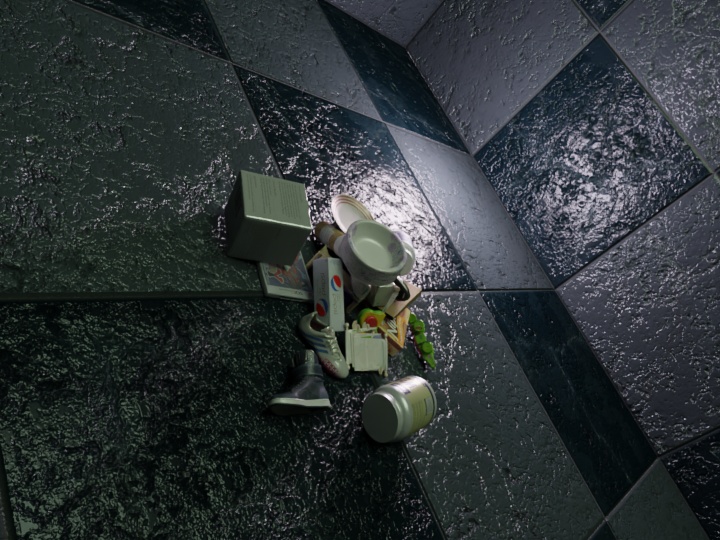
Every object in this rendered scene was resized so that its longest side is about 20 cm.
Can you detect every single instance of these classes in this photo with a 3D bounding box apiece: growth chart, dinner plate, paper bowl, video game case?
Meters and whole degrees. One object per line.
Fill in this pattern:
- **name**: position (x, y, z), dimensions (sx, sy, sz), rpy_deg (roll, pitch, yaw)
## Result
- **growth chart**: position (0.020, 0.227, 1.638), dimensions (0.196, 0.017, 0.151), rpy_deg (17, 72, -45)
- **dinner plate**: position (-0.021, -0.163, 1.842), dimensions (0.196, 0.024, 0.205), rpy_deg (30, 39, -27)
- **paper bowl**: position (0.031, -0.042, 1.645), dimensions (0.194, 0.105, 0.205), rpy_deg (18, 44, -18)
- **video game case**: position (-0.224, -0.005, 1.629), dimensions (0.179, 0.023, 0.205), rpy_deg (13, 47, -46)

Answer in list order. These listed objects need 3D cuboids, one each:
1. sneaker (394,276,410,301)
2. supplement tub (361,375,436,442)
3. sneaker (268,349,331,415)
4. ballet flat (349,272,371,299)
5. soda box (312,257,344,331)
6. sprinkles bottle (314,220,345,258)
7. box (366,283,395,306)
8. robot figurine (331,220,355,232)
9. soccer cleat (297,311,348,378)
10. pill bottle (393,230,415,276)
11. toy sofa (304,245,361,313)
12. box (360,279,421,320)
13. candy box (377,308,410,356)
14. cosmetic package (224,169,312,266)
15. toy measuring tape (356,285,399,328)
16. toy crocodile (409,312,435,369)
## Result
- **sneaker**: position (0.109, 0.026, 1.841), dimensions (0.077, 0.076, 0.201), rpy_deg (-5, 35, -32)
- **supplement tub**: position (0.106, 0.378, 1.535), dimensions (0.197, 0.145, 0.148), rpy_deg (-4, 58, -53)
- **sneaker**: position (-0.158, 0.268, 1.362), dimensions (0.200, 0.075, 0.151), rpy_deg (19, 53, -55)
- **ballet flat**: position (0.000, 0.000, 1.719), dimensions (0.070, 0.072, 0.204), rpy_deg (24, 36, -34)
- **soda box**: position (-0.090, 0.071, 1.598), dimensions (0.063, 0.066, 0.209), rpy_deg (5, 80, -49)
- **sprinkles bottle**: position (-0.083, -0.099, 1.779), dimensions (0.067, 0.070, 0.199), rpy_deg (25, 6, -33)
- **box**: position (0.035, 0.022, 1.813), dimensions (0.066, 0.084, 0.202), rpy_deg (-2, 37, -27)
- **robot figurine**: position (-0.014, -0.116, 1.932), dimensions (0.196, 0.112, 0.175), rpy_deg (18, 51, -41)
- **soccer cleat**: position (-0.090, 0.202, 1.523), dimensions (0.201, 0.086, 0.070), rpy_deg (49, 31, -2)
- **pill bottle**: position (0.137, -0.058, 2.011), dimensions (0.119, 0.120, 0.201), rpy_deg (40, 14, -14)
- **toy sofa**: position (-0.078, 0.033, 1.719), dimensions (0.200, 0.082, 0.098), rpy_deg (45, 28, -9)
- **box**: position (0.091, 0.077, 1.847), dimensions (0.160, 0.022, 0.199), rpy_deg (27, 36, 23)
- **candy box**: position (0.095, 0.168, 1.827), dimensions (0.115, 0.055, 0.202), rpy_deg (40, 32, -12)
- **cosmetic package**: position (-0.257, -0.140, 1.550), dimensions (0.194, 0.167, 0.172), rpy_deg (9, 49, -28)
- **toy measuring tape**: position (0.043, 0.120, 1.708), dimensions (0.072, 0.203, 0.074), rpy_deg (33, -5, 4)
- **toy crocodile**: position (0.203, 0.237, 1.896), dimensions (0.068, 0.060, 0.206), rpy_deg (67, 1, -71)
